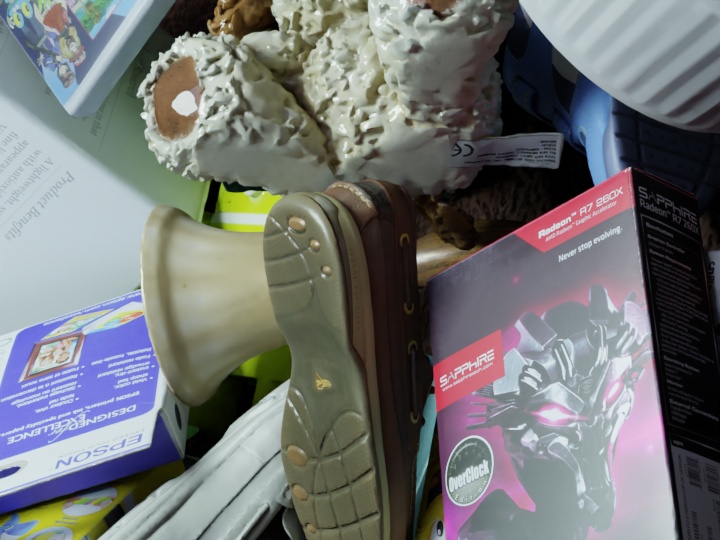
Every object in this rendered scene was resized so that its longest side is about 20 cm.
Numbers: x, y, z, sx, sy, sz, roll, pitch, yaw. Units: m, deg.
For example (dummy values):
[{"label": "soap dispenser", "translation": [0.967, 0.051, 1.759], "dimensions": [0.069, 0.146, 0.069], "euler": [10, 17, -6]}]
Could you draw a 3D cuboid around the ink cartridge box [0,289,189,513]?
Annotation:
[{"label": "ink cartridge box", "translation": [-0.184, 0.088, 1.068], "dimensions": [0.196, 0.044, 0.200], "euler": [-18, 22, 7]}]

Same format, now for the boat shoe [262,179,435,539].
[{"label": "boat shoe", "translation": [0.006, 0.055, 0.943], "dimensions": [0.072, 0.067, 0.202], "euler": [19, 120, 49]}]

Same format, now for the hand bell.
[{"label": "hand bell", "translation": [0.000, 0.000, 1.029], "dimensions": [0.198, 0.104, 0.105], "euler": [-11, 61, 14]}]

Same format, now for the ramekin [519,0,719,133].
[{"label": "ramekin", "translation": [0.143, -0.149, 0.873], "dimensions": [0.094, 0.201, 0.204], "euler": [-46, 42, 42]}]

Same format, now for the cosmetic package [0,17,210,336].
[{"label": "cosmetic package", "translation": [-0.209, -0.077, 1.213], "dimensions": [0.165, 0.200, 0.166], "euler": [-39, 26, 30]}]

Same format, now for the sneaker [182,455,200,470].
[{"label": "sneaker", "translation": [-0.159, 0.122, 1.165], "dimensions": [0.199, 0.106, 0.075], "euler": [13, 83, 52]}]

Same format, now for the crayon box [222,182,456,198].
[{"label": "crayon box", "translation": [-0.007, -0.142, 1.089], "dimensions": [0.124, 0.052, 0.202], "euler": [2, 74, 6]}]

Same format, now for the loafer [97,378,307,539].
[{"label": "loafer", "translation": [-0.048, 0.108, 1.005], "dimensions": [0.200, 0.070, 0.070], "euler": [-40, 1, -17]}]

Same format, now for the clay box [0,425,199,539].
[{"label": "clay box", "translation": [-0.167, 0.145, 1.044], "dimensions": [0.114, 0.200, 0.048], "euler": [-4, 113, 33]}]

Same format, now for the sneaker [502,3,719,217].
[{"label": "sneaker", "translation": [0.115, -0.088, 0.972], "dimensions": [0.082, 0.074, 0.201], "euler": [-42, 40, 37]}]

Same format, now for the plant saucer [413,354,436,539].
[{"label": "plant saucer", "translation": [0.004, 0.139, 1.035], "dimensions": [0.070, 0.019, 0.202], "euler": [20, 90, 52]}]

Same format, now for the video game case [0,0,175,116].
[{"label": "video game case", "translation": [-0.143, -0.215, 1.083], "dimensions": [0.200, 0.023, 0.183], "euler": [-49, 66, 29]}]

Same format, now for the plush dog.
[{"label": "plush dog", "translation": [0.009, -0.115, 0.982], "dimensions": [0.199, 0.160, 0.173], "euler": [-25, 46, 24]}]

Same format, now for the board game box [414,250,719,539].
[{"label": "board game box", "translation": [0.112, 0.096, 0.894], "dimensions": [0.199, 0.056, 0.198], "euler": [-6, 68, 49]}]

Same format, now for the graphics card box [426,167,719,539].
[{"label": "graphics card box", "translation": [0.090, 0.072, 0.847], "dimensions": [0.125, 0.051, 0.202], "euler": [-28, 54, 39]}]

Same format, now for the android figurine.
[{"label": "android figurine", "translation": [-0.046, 0.001, 1.144], "dimensions": [0.181, 0.041, 0.202], "euler": [6, 79, 51]}]
